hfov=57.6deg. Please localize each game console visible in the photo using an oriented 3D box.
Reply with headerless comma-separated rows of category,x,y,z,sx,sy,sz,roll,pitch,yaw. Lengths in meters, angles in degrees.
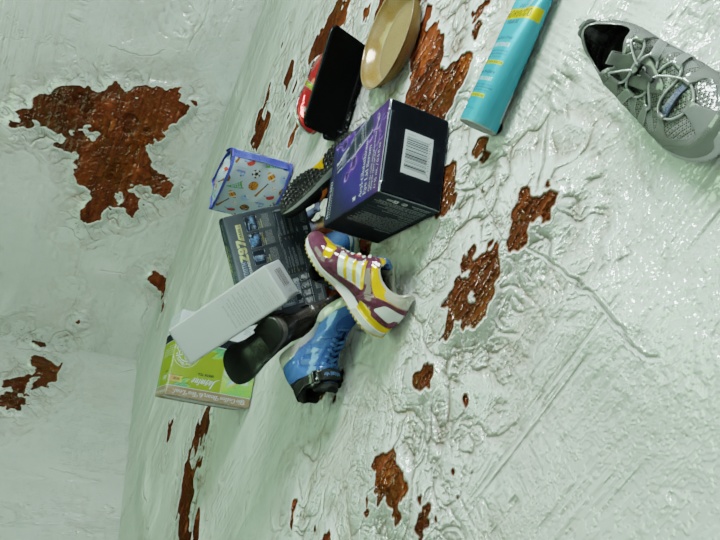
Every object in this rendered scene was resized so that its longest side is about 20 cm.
game console,-0.063,-0.380,1.355,0.176,0.115,0.202,31,104,66

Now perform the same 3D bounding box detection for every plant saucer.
plant saucer,0.061,-0.425,1.203,0.200,0.035,0.202,-46,37,50

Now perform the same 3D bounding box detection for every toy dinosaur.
toy dinosaur,-0.108,-0.068,1.282,0.201,0.104,0.182,-109,38,-50

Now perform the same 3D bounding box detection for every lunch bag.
lunch bag,-0.285,-0.235,1.704,0.200,0.168,0.125,-46,40,50

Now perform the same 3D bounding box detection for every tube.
tube,0.188,-0.271,0.816,0.077,0.050,0.202,33,101,58

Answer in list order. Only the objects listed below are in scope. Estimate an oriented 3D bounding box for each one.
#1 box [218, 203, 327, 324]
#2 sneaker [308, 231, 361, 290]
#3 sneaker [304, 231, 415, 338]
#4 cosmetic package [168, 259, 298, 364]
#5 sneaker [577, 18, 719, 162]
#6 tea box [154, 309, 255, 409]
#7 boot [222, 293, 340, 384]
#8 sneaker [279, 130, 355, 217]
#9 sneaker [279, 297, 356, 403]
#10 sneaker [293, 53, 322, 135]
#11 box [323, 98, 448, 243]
box,-0.158,-0.015,1.200,0.051,0.156,0.202,-7,99,67
sneaker,-0.045,-0.021,1.110,0.200,0.088,0.079,-126,43,-65
sneaker,0.000,0.000,0.966,0.090,0.075,0.200,-45,67,15
cosmetic package,-0.210,0.068,1.104,0.199,0.072,0.101,-32,2,10
sneaker,0.244,-0.158,0.560,0.075,0.081,0.201,-61,26,28
tea box,-0.356,0.216,1.545,0.133,0.198,0.199,-24,56,60
boot,-0.133,0.119,1.158,0.200,0.174,0.070,-40,78,33
sneaker,-0.051,-0.149,1.157,0.200,0.090,0.070,-41,36,14
sneaker,-0.046,0.136,1.057,0.200,0.076,0.112,-43,55,22
sneaker,-0.099,-0.415,1.514,0.085,0.076,0.202,-5,71,60
box,0.035,-0.142,1.000,0.200,0.103,0.150,-25,54,60
